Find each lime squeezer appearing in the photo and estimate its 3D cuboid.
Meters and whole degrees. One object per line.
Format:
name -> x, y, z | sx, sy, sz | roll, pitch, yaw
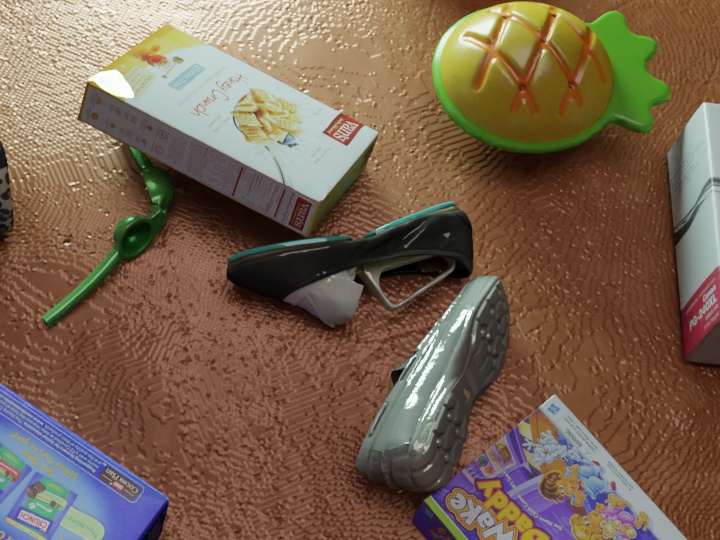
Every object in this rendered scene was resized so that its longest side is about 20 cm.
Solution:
lime squeezer -> -0.180, -0.044, 1.107 | 0.070, 0.038, 0.202 | 13, 60, -3

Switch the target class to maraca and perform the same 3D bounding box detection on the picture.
maraca -> 0.155, -0.158, 1.192 | 0.198, 0.107, 0.138 | -5, 69, -13

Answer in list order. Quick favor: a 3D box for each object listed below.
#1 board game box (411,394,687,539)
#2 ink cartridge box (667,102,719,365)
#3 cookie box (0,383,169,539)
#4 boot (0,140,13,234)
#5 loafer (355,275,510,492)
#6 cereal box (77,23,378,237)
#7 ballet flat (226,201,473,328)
board game box -> 0.152, 0.206, 1.025 | 0.134, 0.045, 0.200 | -35, 72, -25
ink cartridge box -> 0.331, -0.026, 1.164 | 0.144, 0.084, 0.202 | 6, 61, -7
cookie box -> -0.249, 0.190, 0.941 | 0.170, 0.075, 0.201 | 32, 60, 8
boot -> -0.335, -0.093, 1.031 | 0.153, 0.205, 0.073 | -17, 30, -23
loafer -> 0.055, 0.076, 1.066 | 0.069, 0.070, 0.201 | 0, 38, 30
cereal box -> -0.097, -0.112, 1.127 | 0.199, 0.040, 0.144 | 26, 32, 5
ballet flat -> 0.000, 0.000, 1.102 | 0.198, 0.068, 0.069 | -14, 77, -18
